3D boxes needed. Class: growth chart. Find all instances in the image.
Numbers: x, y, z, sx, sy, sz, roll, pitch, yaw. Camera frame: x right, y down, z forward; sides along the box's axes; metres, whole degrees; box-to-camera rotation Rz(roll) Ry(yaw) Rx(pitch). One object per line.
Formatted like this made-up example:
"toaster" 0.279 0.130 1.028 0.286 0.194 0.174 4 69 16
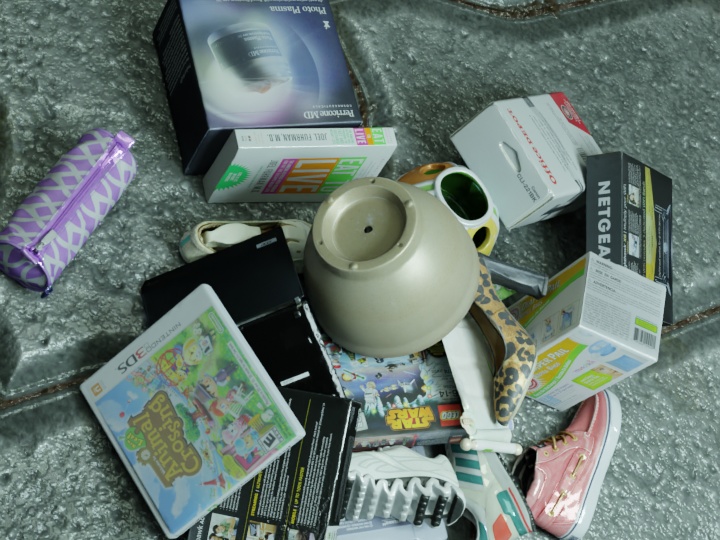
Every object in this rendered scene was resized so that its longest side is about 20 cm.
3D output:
"growth chart" 0.133 0.122 1.569 0.145 0.018 0.200 22 46 -50

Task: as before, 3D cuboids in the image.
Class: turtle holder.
"turtle holder" 0.104 -0.045 1.667 0.141 0.132 0.186 -1 67 -25

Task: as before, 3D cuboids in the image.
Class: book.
"book" -0.073 -0.129 1.629 0.200 0.134 0.048 -4 68 -25

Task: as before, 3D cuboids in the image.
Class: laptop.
"laptop" -0.132 0.081 1.528 0.177 0.103 0.200 -22 99 2

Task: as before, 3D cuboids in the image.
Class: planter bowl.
"planter bowl" 0.020 -0.021 1.521 0.200 0.135 0.200 -8 60 14

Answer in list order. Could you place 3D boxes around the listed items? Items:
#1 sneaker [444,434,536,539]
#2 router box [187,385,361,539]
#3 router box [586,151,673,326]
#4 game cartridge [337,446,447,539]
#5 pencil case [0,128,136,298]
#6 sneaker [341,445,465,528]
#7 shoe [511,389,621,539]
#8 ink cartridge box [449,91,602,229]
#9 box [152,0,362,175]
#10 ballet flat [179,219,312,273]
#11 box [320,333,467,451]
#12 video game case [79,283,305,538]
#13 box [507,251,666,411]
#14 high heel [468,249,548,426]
"sneaker" 0.118 0.233 1.578 0.093 0.070 0.200 -30 63 -1
"router box" -0.091 0.221 1.429 0.149 0.051 0.200 9 82 15
"router box" 0.344 -0.036 1.745 0.157 0.052 0.200 18 71 -53
"game cartridge" -0.006 0.270 1.528 0.200 0.041 0.133 -3 64 -25
"pencil case" -0.327 -0.069 1.519 0.084 0.085 0.200 34 57 -7
"sneaker" 0.014 0.228 1.503 0.200 0.075 0.081 11 39 -13
"shoe" 0.244 0.217 1.639 0.091 0.071 0.200 29 63 -15
"ink cartridge box" 0.224 -0.143 1.751 0.200 0.084 0.144 -16 71 -55
"box" -0.126 -0.234 1.663 0.200 0.123 0.198 -6 71 -26
"ballet flat" -0.111 -0.031 1.607 0.200 0.062 0.067 -5 68 -26
"box" 0.013 0.135 1.558 0.200 0.040 0.137 -4 58 -10
"video game case" -0.179 0.145 1.430 0.182 0.022 0.200 -39 69 10
"box" 0.254 0.077 1.630 0.112 0.200 0.101 23 59 -16
"high heel" 0.131 0.072 1.566 0.143 0.071 0.200 17 64 -8
